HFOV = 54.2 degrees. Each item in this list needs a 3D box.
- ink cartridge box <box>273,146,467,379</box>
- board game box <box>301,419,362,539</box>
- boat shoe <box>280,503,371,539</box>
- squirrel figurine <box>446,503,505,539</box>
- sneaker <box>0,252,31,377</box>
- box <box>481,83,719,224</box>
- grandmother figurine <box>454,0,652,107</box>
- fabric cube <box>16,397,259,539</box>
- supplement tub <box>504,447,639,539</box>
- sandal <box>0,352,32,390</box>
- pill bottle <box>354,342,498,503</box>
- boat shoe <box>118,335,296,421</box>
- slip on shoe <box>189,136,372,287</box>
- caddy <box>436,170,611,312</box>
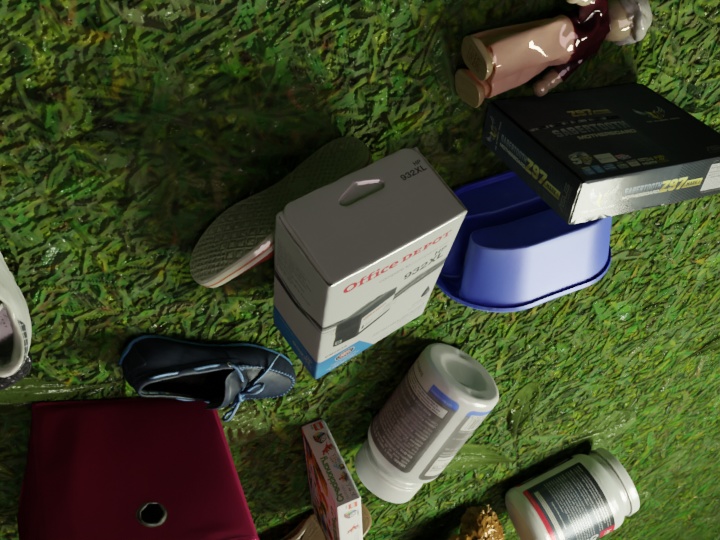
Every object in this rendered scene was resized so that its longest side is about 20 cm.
[{"bbox_3d":[0.000,0.000,0.657,0.145,0.084,0.200,-29,158,-21],"label":"ink cartridge box"},{"bbox_3d":[-0.035,0.309,0.938,0.035,0.126,0.200,-17,133,-16],"label":"board game box"},{"bbox_3d":[-0.078,0.412,1.058,0.200,0.072,0.072,-28,167,-20],"label":"boat shoe"},{"bbox_3d":[0.198,0.514,1.246,0.186,0.142,0.200,-3,132,-35],"label":"squirrel figurine"},{"bbox_3d":[-0.302,-0.012,0.515,0.076,0.080,0.200,-31,120,-14],"label":"sneaker"},{"bbox_3d":[0.246,-0.123,0.697,0.200,0.158,0.051,-11,131,-20],"label":"box"},{"bbox_3d":[0.189,-0.219,0.659,0.200,0.061,0.121,-22,162,-15],"label":"grandmother figurine"},{"bbox_3d":[-0.242,0.269,0.736,0.196,0.199,0.200,2,127,-29],"label":"fabric cube"},{"bbox_3d":[0.373,0.415,1.250,0.200,0.140,0.140,-24,135,-9],"label":"supplement tub"},{"bbox_3d":[-0.388,0.076,0.604,0.200,0.045,0.075,-6,126,-6],"label":"sandal"},{"bbox_3d":[0.080,0.203,0.920,0.114,0.114,0.200,14,120,-37],"label":"pill bottle"},{"bbox_3d":[-0.156,0.123,0.748,0.200,0.069,0.084,7,124,-34],"label":"boat shoe"},{"bbox_3d":[-0.068,-0.045,0.654,0.200,0.074,0.061,-36,139,-4],"label":"slip on shoe"},{"bbox_3d":[0.172,-0.029,0.751,0.200,0.141,0.105,-18,129,-14],"label":"caddy"}]
